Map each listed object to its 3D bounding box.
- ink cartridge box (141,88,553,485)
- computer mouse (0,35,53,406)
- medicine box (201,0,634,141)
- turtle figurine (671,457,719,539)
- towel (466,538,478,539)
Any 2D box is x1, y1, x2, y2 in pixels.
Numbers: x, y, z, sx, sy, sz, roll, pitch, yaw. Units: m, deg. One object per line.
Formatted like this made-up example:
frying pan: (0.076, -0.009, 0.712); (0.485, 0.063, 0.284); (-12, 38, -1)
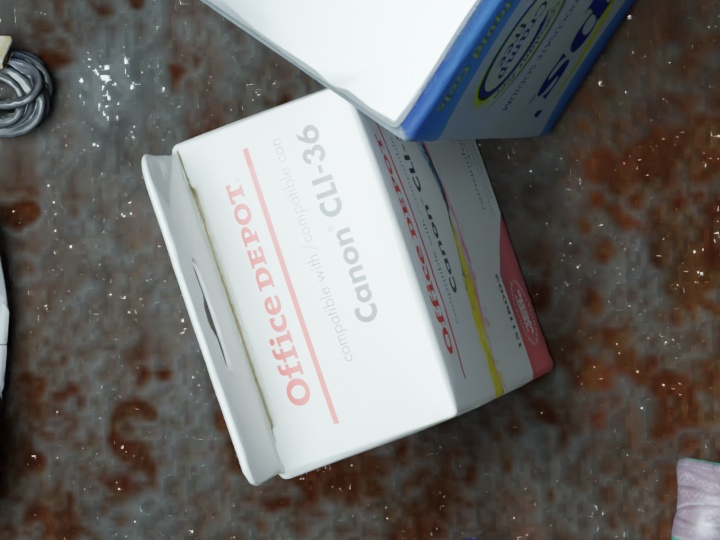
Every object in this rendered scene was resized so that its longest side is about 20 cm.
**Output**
ink cartridge box: (0.000, 0.000, 0.960); (0.067, 0.200, 0.117); (-20, 89, 16)
computer mouse: (-0.173, 0.006, 1.093); (0.109, 0.044, 0.201); (1, 89, 11)
medicine box: (0.049, -0.145, 0.935); (0.103, 0.200, 0.183); (36, 103, 12)
turtle figurine: (0.118, 0.170, 0.967); (0.100, 0.150, 0.201); (11, 82, -1)
towel: (-0.018, 0.192, 1.062); (0.199, 0.050, 0.148); (-18, 97, 16)
